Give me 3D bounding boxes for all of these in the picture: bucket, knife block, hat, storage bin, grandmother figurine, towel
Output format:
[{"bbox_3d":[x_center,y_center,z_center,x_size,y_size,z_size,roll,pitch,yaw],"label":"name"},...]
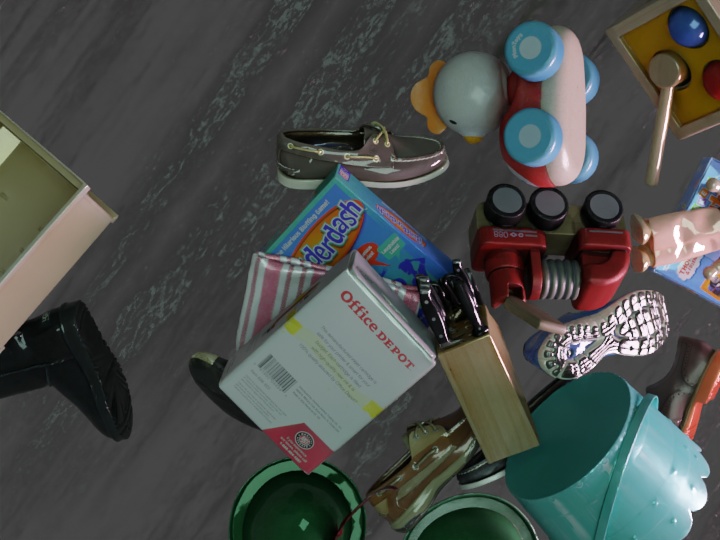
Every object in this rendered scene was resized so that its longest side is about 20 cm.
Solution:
[{"bbox_3d":[0.268,0.221,1.515,0.207,0.207,0.135,-46,110,0],"label":"bucket"},{"bbox_3d":[0.121,0.094,1.486,0.063,0.176,0.202,-21,69,11],"label":"knife block"},{"bbox_3d":[-0.064,0.304,1.550,0.164,0.176,0.202,11,95,-6],"label":"hat"},{"bbox_3d":[-0.401,-0.053,1.475,0.198,0.094,0.200,38,85,24],"label":"storage bin"},{"bbox_3d":[0.414,-0.052,1.594,0.198,0.061,0.122,-8,123,-7],"label":"grandmother figurine"},{"bbox_3d":[0.151,0.355,1.572,0.198,0.176,0.167,-20,97,-4],"label":"hat"},{"bbox_3d":[-0.040,0.065,1.557,0.198,0.030,0.148,12,116,1],"label":"towel"}]

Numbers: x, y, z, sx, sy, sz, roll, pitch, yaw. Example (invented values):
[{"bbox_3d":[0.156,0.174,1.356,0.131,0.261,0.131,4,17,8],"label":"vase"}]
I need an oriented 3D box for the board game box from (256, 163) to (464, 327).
[{"bbox_3d":[0.000,0.000,1.563,0.200,0.045,0.152,39,113,-11],"label":"board game box"}]

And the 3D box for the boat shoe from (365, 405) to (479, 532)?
[{"bbox_3d":[0.082,0.212,1.611,0.074,0.076,0.201,38,91,-4],"label":"boat shoe"}]

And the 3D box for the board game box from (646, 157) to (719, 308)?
[{"bbox_3d":[0.464,-0.023,1.646,0.199,0.037,0.152,27,92,-9],"label":"board game box"}]

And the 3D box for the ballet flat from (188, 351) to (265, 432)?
[{"bbox_3d":[-0.113,0.151,1.602,0.199,0.066,0.057,33,52,-10],"label":"ballet flat"}]

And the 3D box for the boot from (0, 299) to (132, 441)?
[{"bbox_3d":[-0.361,0.121,1.550,0.161,0.074,0.199,-12,124,11],"label":"boot"}]

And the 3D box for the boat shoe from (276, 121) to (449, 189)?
[{"bbox_3d":[0.003,-0.135,1.562,0.198,0.072,0.060,-3,125,-2],"label":"boat shoe"}]

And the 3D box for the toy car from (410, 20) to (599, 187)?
[{"bbox_3d":[0.151,-0.181,1.550,0.198,0.184,0.179,0,86,25],"label":"toy car"}]

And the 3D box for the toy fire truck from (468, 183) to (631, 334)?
[{"bbox_3d":[0.217,0.007,1.530,0.174,0.129,0.202,3,59,-7],"label":"toy fire truck"}]

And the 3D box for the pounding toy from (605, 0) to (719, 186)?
[{"bbox_3d":[0.376,-0.228,1.551,0.142,0.200,0.185,-41,99,-29],"label":"pounding toy"}]

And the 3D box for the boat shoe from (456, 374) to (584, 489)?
[{"bbox_3d":[0.191,0.186,1.620,0.199,0.074,0.061,-31,98,-5],"label":"boat shoe"}]

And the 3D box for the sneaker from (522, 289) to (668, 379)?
[{"bbox_3d":[0.276,0.069,1.616,0.198,0.089,0.079,-15,101,-25],"label":"sneaker"}]

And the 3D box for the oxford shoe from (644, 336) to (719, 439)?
[{"bbox_3d":[0.369,0.175,1.652,0.072,0.071,0.201,29,96,20],"label":"oxford shoe"}]

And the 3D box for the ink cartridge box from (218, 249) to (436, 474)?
[{"bbox_3d":[-0.032,0.099,1.504,0.200,0.083,0.145,-41,100,15],"label":"ink cartridge box"}]
